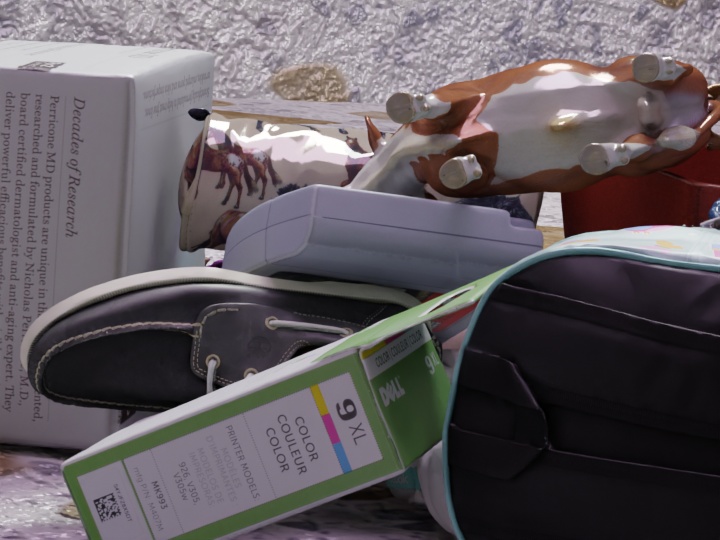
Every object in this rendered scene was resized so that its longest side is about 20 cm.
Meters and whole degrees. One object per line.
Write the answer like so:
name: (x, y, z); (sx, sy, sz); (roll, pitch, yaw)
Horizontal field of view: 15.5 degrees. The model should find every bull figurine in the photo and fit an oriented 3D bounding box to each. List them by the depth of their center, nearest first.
bull figurine: (0.074, -0.064, 1.264); (0.199, 0.065, 0.121); (-13, 0, 11)

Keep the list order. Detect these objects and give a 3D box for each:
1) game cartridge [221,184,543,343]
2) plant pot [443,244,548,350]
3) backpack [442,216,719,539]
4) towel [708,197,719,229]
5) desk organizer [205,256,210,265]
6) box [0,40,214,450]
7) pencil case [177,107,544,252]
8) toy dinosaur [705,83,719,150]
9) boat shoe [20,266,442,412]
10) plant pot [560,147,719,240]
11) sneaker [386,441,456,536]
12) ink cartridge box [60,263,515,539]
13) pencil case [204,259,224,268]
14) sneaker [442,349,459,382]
game cartridge: (0.000, 0.000, 1.314); (0.133, 0.041, 0.200); (11, -14, -10)
plant pot: (0.023, 0.020, 1.552); (0.199, 0.028, 0.200); (-15, 25, 7)
backpack: (0.137, 0.066, 1.094); (0.199, 0.177, 0.153); (7, 12, 8)
towel: (0.228, 0.055, 1.209); (0.049, 0.200, 0.111); (-41, 27, -27)
desk organizer: (-0.186, 0.008, 1.674); (0.077, 0.072, 0.200); (0, 9, -41)
box: (-0.165, -0.020, 1.435); (0.130, 0.201, 0.199); (5, 8, 8)
pencil case: (0.003, -0.040, 1.405); (0.199, 0.078, 0.090); (5, 26, -3)
toy dinosaur: (0.243, -0.085, 1.367); (0.199, 0.061, 0.106); (8, 8, 19)
boat shoe: (-0.057, 0.044, 1.233); (0.199, 0.072, 0.068); (1, 39, -13)
plant pot: (0.218, 0.032, 1.368); (0.199, 0.177, 0.200); (3, 9, -16)
sneaker: (0.049, 0.097, 1.272); (0.088, 0.076, 0.200); (-9, 1, 18)
ink cartridge box: (-0.018, 0.066, 1.140); (0.199, 0.060, 0.104); (-23, 1, 18)
pencil case: (0.000, -0.006, 1.481); (0.200, 0.093, 0.085); (-33, 29, -29)
sneaker: (-0.009, 0.057, 1.355); (0.200, 0.075, 0.081); (-3, 45, -49)
